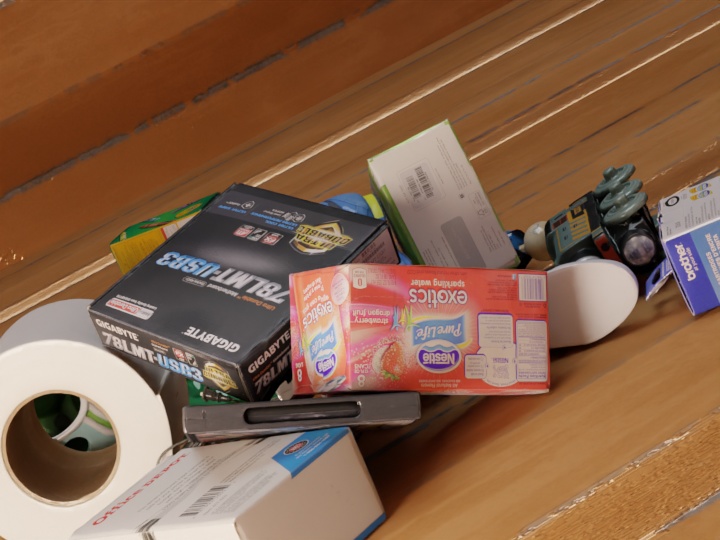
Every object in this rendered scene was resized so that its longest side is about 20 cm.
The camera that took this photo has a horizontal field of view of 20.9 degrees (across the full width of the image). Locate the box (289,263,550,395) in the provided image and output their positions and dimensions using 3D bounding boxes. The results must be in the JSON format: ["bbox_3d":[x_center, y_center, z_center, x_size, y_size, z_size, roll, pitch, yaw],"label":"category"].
[{"bbox_3d":[0.049,0.051,1.582,0.199,0.104,0.094,1,-6,-33],"label":"box"}]

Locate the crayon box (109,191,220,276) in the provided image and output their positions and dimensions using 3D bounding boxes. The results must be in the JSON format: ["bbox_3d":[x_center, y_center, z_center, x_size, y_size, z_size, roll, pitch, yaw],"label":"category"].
[{"bbox_3d":[-0.161,0.034,2.017,0.118,0.201,0.058,-19,14,24],"label":"crayon box"}]

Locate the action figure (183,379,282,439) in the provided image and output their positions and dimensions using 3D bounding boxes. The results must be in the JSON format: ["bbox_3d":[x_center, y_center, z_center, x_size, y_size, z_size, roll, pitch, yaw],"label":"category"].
[{"bbox_3d":[-0.110,0.100,1.925,0.198,0.119,0.055,-13,-23,-22],"label":"action figure"}]

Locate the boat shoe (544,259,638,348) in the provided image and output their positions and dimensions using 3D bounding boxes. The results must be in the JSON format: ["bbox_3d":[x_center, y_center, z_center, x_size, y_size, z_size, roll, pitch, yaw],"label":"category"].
[{"bbox_3d":[0.153,0.040,1.699,0.199,0.072,0.068,-29,9,24],"label":"boat shoe"}]

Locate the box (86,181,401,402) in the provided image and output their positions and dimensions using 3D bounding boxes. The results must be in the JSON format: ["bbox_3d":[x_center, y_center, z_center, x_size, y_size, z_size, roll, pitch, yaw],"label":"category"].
[{"bbox_3d":[-0.100,0.013,1.673,0.199,0.050,0.198,17,47,42],"label":"box"}]

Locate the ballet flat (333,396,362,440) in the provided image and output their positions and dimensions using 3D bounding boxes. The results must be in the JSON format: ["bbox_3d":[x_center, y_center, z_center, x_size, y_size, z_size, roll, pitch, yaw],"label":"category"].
[{"bbox_3d":[-0.048,0.149,1.682,0.067,0.047,0.200,-18,14,26],"label":"ballet flat"}]

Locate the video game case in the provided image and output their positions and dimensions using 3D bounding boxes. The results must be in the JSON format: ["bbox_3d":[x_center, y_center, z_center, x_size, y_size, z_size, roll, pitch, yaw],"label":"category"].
[{"bbox_3d":[-0.049,0.118,1.556,0.179,0.026,0.200,-3,-6,-4],"label":"video game case"}]

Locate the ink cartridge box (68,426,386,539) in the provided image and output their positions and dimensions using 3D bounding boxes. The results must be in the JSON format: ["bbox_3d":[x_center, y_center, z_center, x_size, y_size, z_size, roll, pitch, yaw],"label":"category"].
[{"bbox_3d":[-0.104,0.197,1.503,0.199,0.085,0.146,-13,17,44],"label":"ink cartridge box"}]

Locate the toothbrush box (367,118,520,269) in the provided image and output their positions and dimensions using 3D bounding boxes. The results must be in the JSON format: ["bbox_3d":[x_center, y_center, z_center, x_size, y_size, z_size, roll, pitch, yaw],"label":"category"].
[{"bbox_3d":[0.075,-0.044,1.809,0.086,0.146,0.200,-27,-4,0],"label":"toothbrush box"}]

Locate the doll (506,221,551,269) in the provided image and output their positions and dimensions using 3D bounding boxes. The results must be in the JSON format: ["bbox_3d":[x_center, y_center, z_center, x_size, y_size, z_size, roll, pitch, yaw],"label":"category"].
[{"bbox_3d":[0.114,0.004,1.960,0.199,0.049,0.137,-22,23,22],"label":"doll"}]

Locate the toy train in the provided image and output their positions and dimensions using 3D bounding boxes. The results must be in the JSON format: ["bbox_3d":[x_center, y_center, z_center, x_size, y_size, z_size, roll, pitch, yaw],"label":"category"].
[{"bbox_3d":[0.229,-0.028,1.812,0.114,0.085,0.200,-35,12,11],"label":"toy train"}]

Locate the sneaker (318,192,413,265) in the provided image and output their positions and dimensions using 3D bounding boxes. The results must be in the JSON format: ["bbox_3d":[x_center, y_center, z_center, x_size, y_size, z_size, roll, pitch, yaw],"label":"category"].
[{"bbox_3d":[0.000,0.000,1.754,0.078,0.066,0.201,-8,37,-15],"label":"sneaker"}]

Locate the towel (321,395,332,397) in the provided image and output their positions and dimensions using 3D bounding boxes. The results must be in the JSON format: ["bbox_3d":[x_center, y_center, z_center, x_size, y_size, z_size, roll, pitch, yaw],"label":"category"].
[{"bbox_3d":[0.054,0.065,1.818,0.199,0.030,0.146,-27,-4,-8],"label":"towel"}]

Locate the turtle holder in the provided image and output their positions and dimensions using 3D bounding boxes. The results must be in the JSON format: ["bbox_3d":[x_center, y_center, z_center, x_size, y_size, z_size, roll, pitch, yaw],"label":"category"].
[{"bbox_3d":[-0.281,0.142,1.932,0.184,0.142,0.132,-12,-14,-2],"label":"turtle holder"}]

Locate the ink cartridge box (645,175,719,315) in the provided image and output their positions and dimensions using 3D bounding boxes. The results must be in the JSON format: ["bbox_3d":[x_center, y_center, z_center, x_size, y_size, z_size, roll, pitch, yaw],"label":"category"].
[{"bbox_3d":[0.326,-0.036,1.644,0.199,0.077,0.137,-21,12,13],"label":"ink cartridge box"}]

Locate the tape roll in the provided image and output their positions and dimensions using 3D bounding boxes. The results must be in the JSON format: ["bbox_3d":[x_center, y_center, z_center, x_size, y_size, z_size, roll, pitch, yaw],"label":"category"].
[{"bbox_3d":[-0.261,0.140,1.778,0.201,0.204,0.139,-24,12,6],"label":"tape roll"}]

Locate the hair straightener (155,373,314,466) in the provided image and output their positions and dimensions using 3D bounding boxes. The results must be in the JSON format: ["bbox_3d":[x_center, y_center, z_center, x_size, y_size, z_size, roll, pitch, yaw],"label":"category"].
[{"bbox_3d":[-0.113,0.136,1.704,0.200,0.077,0.041,-50,-12,10],"label":"hair straightener"}]

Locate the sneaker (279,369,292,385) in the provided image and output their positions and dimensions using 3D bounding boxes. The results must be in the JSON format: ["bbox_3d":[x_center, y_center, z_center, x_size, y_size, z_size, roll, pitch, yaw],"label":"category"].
[{"bbox_3d":[-0.043,0.063,1.763,0.198,0.071,0.099,-10,19,-8],"label":"sneaker"}]

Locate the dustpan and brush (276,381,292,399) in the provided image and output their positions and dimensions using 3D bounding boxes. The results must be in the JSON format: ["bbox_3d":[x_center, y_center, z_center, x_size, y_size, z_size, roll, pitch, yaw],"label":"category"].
[{"bbox_3d":[-0.045,0.031,1.842,0.139,0.200,0.057,-26,57,-4],"label":"dustpan and brush"}]
